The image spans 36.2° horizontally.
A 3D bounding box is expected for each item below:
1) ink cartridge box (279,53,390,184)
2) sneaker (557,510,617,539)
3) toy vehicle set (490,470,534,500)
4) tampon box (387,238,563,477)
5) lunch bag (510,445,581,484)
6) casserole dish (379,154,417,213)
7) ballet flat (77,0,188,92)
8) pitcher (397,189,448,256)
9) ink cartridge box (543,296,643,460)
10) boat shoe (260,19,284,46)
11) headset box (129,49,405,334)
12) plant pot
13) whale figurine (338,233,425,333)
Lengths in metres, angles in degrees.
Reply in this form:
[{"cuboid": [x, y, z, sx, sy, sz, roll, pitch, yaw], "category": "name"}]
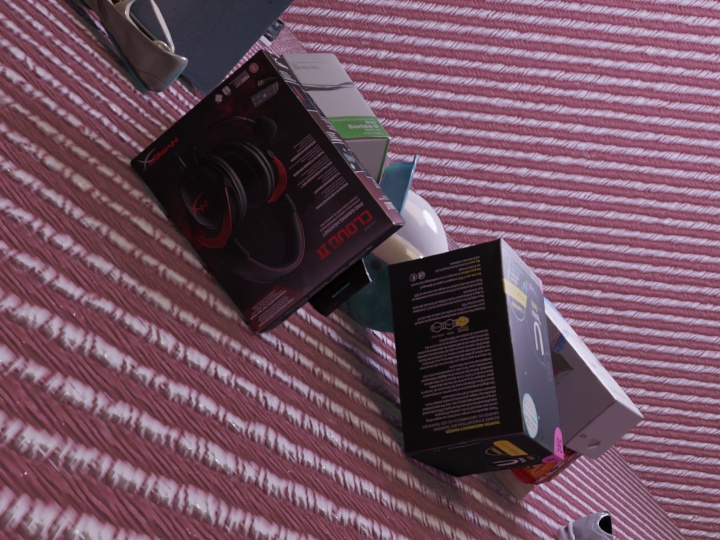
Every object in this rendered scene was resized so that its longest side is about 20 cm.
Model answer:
[{"cuboid": [-0.048, -0.169, 1.425, 0.201, 0.083, 0.147, -119, -148, -41], "category": "ink cartridge box"}, {"cuboid": [0.314, 0.375, 1.393, 0.075, 0.082, 0.200, 47, 11, -30], "category": "sneaker"}, {"cuboid": [0.141, 0.192, 1.400, 0.200, 0.026, 0.124, 47, 11, -32], "category": "toy vehicle set"}, {"cuboid": [0.121, 0.095, 1.132, 0.150, 0.125, 0.201, 35, 46, -59], "category": "tampon box"}, {"cuboid": [0.198, 0.179, 1.389, 0.177, 0.082, 0.200, 55, 10, 19], "category": "lunch bag"}, {"cuboid": [0.030, -0.056, 1.411, 0.039, 0.201, 0.121, 17, 10, 2], "category": "casserole dish"}, {"cuboid": [-0.248, -0.272, 1.109, 0.200, 0.064, 0.067, 52, 9, -5], "category": "ballet flat"}, {"cuboid": [0.074, -0.004, 1.585, 0.201, 0.121, 0.172, 60, 20, -27], "category": "pitcher"}, {"cuboid": [0.239, 0.120, 1.339, 0.200, 0.085, 0.144, 55, 13, 28], "category": "ink cartridge box"}, {"cuboid": [-0.224, -0.541, 2.229, 0.199, 0.066, 0.075, 46, 12, -36], "category": "boat shoe"}, {"cuboid": [-0.069, -0.056, 0.918, 0.200, 0.148, 0.075, 53, 10, 3], "category": "headset box"}, {"cuboid": [-0.213, -0.375, 1.313, 0.200, 0.196, 0.196, 34, 19, -39], "category": "plant pot"}, {"cuboid": [0.000, 0.000, 1.287, 0.199, 0.104, 0.159, 30, -7, 27], "category": "whale figurine"}]
